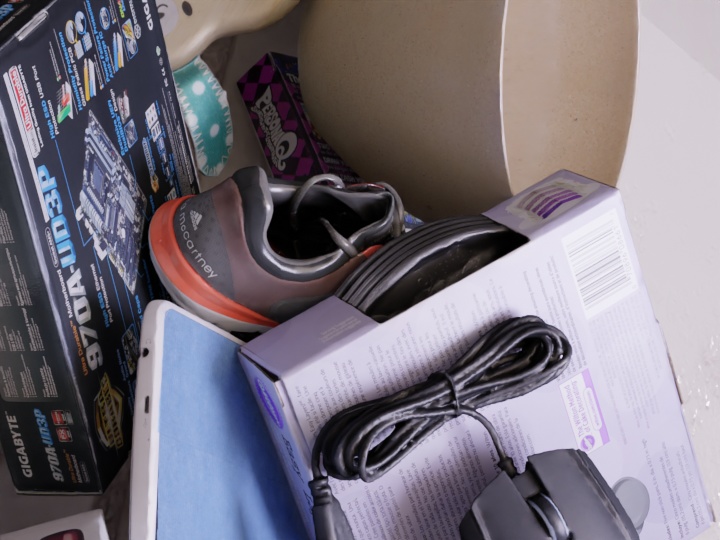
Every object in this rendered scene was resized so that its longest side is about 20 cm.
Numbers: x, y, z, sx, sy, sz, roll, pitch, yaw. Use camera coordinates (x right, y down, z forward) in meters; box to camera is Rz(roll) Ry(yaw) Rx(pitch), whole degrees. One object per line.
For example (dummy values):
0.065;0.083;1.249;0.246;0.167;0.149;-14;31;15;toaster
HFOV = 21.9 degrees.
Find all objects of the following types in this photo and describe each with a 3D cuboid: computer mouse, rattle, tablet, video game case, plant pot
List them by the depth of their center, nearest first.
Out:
0.061;0.131;0.784;0.140;0.046;0.201;-21;99;-20;computer mouse
-0.045;0.099;0.816;0.200;0.014;0.131;35;52;-60;tablet
-0.075;-0.142;0.868;0.130;0.143;0.201;23;84;-22;rattle
0.048;-0.108;0.939;0.200;0.134;0.201;-20;113;-61;plant pot
0.039;-0.026;1.027;0.200;0.036;0.182;6;54;-47;video game case

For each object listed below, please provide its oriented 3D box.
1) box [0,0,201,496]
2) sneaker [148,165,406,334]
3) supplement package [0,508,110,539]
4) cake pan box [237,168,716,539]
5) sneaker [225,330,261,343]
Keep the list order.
-0.122;-0.028;0.806;0.159;0.046;0.201;-61;145;-56;box
0.000;0.000;0.854;0.200;0.082;0.077;13;52;-46;sneaker
-0.170;0.197;0.685;0.199;0.111;0.156;-15;97;-7;supplement package
0.057;0.076;0.845;0.184;0.052;0.201;-31;117;-19;cake pan box
-0.051;0.044;0.953;0.074;0.079;0.200;48;33;-6;sneaker
